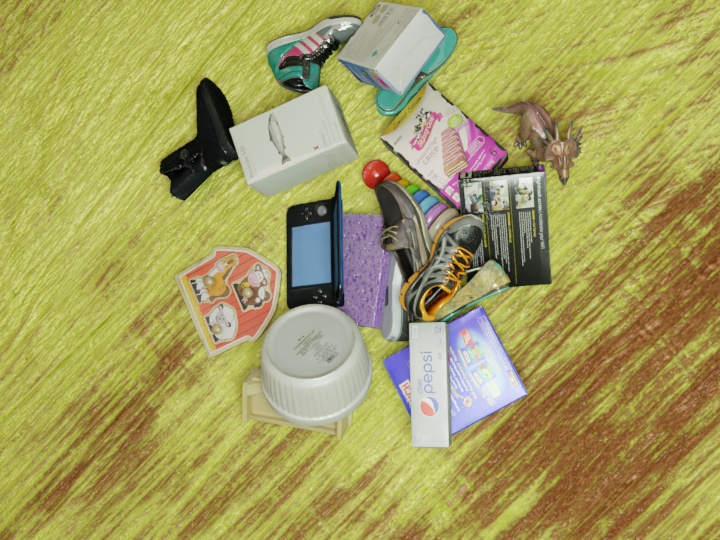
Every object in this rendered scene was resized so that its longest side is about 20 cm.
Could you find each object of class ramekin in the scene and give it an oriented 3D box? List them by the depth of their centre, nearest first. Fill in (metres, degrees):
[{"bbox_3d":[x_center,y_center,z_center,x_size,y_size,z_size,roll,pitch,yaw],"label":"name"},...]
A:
[{"bbox_3d":[-0.079,0.151,1.359,0.196,0.106,0.202,-3,47,3],"label":"ramekin"}]

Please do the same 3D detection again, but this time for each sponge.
[{"bbox_3d":[0.000,0.000,1.438,0.110,0.030,0.204,6,85,37],"label":"sponge"}]

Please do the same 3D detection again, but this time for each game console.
[{"bbox_3d":[-0.083,-0.040,1.411,0.168,0.118,0.204,-7,77,26],"label":"game console"}]

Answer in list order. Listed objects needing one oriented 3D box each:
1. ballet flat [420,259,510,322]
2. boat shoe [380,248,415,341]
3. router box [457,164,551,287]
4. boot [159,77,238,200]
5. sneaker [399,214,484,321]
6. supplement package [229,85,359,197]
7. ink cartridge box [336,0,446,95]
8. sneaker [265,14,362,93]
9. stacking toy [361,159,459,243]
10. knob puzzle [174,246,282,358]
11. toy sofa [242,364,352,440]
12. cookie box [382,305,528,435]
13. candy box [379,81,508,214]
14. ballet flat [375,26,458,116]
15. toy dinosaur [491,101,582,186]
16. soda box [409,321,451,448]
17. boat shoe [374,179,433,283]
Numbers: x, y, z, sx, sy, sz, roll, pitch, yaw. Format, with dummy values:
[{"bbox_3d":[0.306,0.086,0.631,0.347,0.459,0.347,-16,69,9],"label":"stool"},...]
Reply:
[{"bbox_3d":[0.167,0.044,1.368,0.199,0.070,0.072,-34,77,33],"label":"ballet flat"},{"bbox_3d":[0.073,0.029,1.428,0.056,0.068,0.204,9,77,-22],"label":"boat shoe"},{"bbox_3d":[0.248,-0.071,1.362,0.146,0.051,0.203,-4,110,11],"label":"router box"},{"bbox_3d":[-0.322,-0.253,1.528,0.167,0.076,0.202,-31,63,18],"label":"boot"},{"bbox_3d":[0.146,0.000,1.317,0.078,0.077,0.202,26,103,-28],"label":"sneaker"},{"bbox_3d":[-0.120,-0.234,1.465,0.197,0.117,0.119,-22,80,9],"label":"supplement package"},{"bbox_3d":[0.045,-0.403,1.422,0.137,0.076,0.200,-51,35,0],"label":"ink cartridge box"},{"bbox_3d":[-0.080,-0.393,1.490,0.197,0.083,0.123,-16,76,18],"label":"sneaker"},{"bbox_3d":[0.080,-0.129,1.433,0.199,0.085,0.086,41,93,17],"label":"stacking toy"},{"bbox_3d":[-0.239,0.043,1.503,0.216,0.030,0.224,-1,83,12],"label":"knob puzzle"},{"bbox_3d":[-0.110,0.234,1.438,0.196,0.098,0.084,7,110,12],"label":"toy sofa"},{"bbox_3d":[0.164,0.183,1.380,0.198,0.075,0.173,-29,79,7],"label":"cookie box"},{"bbox_3d":[0.151,-0.221,1.435,0.200,0.061,0.137,43,93,13],"label":"candy box"},{"bbox_3d":[0.099,-0.363,1.457,0.067,0.070,0.200,42,90,2],"label":"ballet flat"},{"bbox_3d":[0.314,-0.239,1.365,0.086,0.135,0.201,-41,77,5],"label":"toy dinosaur"},{"bbox_3d":[0.117,0.188,1.315,0.062,0.068,0.204,-2,83,11],"label":"soda box"},{"bbox_3d":[0.075,-0.059,1.365,0.073,0.074,0.202,-30,94,-33],"label":"boat shoe"}]
